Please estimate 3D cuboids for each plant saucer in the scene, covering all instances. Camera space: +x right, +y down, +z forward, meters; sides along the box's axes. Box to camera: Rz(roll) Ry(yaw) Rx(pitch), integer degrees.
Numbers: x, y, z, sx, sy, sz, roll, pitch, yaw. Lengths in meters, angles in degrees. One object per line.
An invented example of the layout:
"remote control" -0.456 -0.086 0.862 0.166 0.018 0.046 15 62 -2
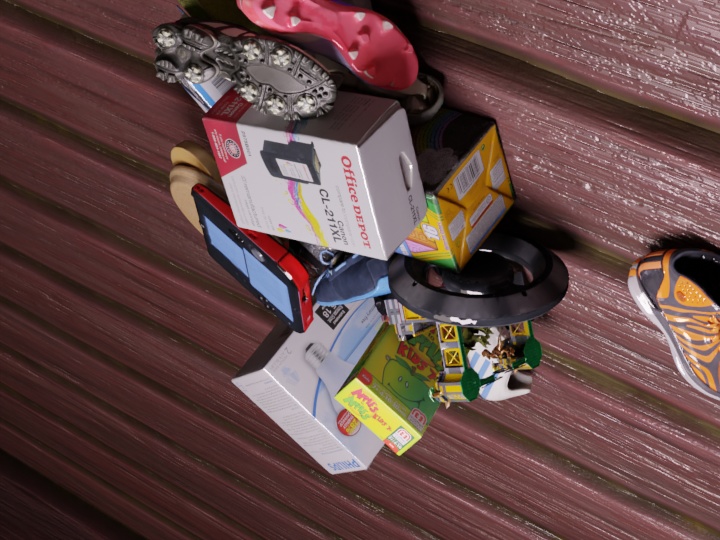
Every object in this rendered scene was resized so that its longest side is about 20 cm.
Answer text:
"plant saucer" -0.151 -0.284 1.637 0.200 0.048 0.200 48 177 -27

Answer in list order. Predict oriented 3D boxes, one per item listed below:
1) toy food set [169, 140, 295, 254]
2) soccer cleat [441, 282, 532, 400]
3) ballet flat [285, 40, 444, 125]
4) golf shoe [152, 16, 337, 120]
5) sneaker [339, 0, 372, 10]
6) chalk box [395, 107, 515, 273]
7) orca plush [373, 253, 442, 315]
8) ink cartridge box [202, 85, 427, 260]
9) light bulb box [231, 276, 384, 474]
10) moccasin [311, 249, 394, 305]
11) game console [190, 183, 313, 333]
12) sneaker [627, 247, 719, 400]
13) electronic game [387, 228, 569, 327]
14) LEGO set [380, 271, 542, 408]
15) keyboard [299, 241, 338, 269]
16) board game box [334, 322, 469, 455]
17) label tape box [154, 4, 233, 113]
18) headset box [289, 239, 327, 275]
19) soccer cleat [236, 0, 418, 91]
"toy food set" -0.161 -0.069 1.873 0.199 0.049 0.198 36 163 10
"soccer cleat" 0.161 0.083 1.879 0.086 0.070 0.201 -5 132 25
"ballet flat" -0.006 -0.204 1.562 0.198 0.068 0.064 14 167 -13
"golf shoe" -0.106 -0.212 1.488 0.199 0.088 0.078 20 122 14
"sneaker" -0.079 -0.313 1.526 0.129 0.080 0.199 8 151 33
"chalk box" 0.048 -0.104 1.646 0.199 0.125 0.124 20 148 35
"orca plush" 0.053 0.027 1.908 0.105 0.071 0.200 44 154 -11
"ink cartridge box" -0.046 -0.106 1.532 0.199 0.083 0.147 13 135 34
"light bulb box" -0.029 0.138 2.048 0.200 0.199 0.125 44 156 -12
"moccasin" 0.000 0.000 1.769 0.200 0.080 0.069 -15 88 63
"game console" -0.131 -0.010 1.818 0.176 0.031 0.200 37 162 14
"sneaker" 0.367 0.058 1.537 0.200 0.078 0.112 45 155 -12
"electronic game" 0.129 0.007 1.643 0.199 0.200 0.042 20 125 34
"LEGO set" 0.112 0.073 1.744 0.115 0.200 0.155 -5 107 41
"keyboard" -0.064 -0.045 1.842 0.200 0.011 0.056 43 154 -11
"board game box" 0.056 0.112 1.756 0.101 0.200 0.048 41 130 -5
"label tape box" -0.157 -0.206 1.687 0.144 0.063 0.200 49 176 -31
"headset box" -0.073 -0.101 1.865 0.148 0.077 0.200 36 156 7
"soccer cleat" -0.031 -0.237 1.486 0.199 0.067 0.076 22 180 -29
